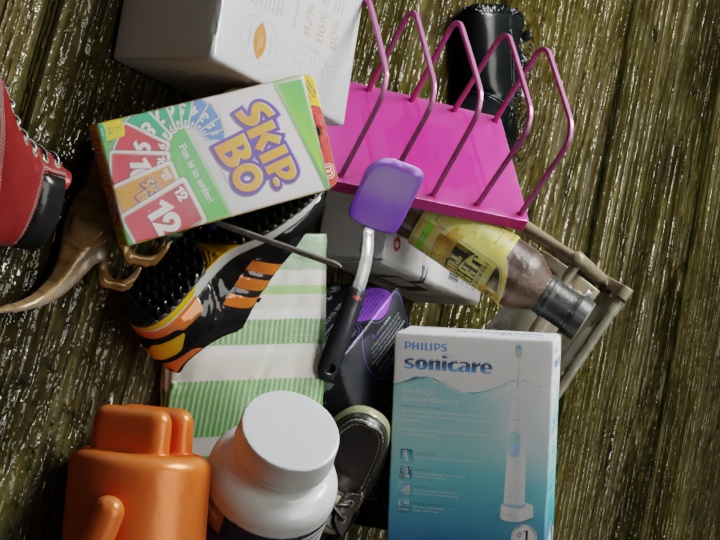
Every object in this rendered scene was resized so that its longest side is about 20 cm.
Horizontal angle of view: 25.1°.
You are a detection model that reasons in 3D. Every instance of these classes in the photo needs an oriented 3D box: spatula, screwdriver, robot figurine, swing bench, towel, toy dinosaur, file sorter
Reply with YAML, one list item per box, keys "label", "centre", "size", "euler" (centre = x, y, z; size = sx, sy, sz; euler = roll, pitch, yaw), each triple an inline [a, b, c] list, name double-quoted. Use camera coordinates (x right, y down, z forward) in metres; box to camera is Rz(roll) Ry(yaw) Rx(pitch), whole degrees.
- label: "spatula"
  centre: [0.000, 0.000, 1.408]
  size: [0.056, 0.020, 0.202]
  euler: [20, 87, -28]
- label: "screwdriver"
  centre: [-0.102, -0.035, 1.293]
  size: [0.028, 0.198, 0.029]
  euler: [-64, 150, -13]
- label: "robot figurine"
  centre: [-0.178, 0.208, 1.268]
  size: [0.115, 0.144, 0.203]
  euler: [5, 88, -18]
- label: "swing bench"
  centre: [0.164, 0.065, 1.637]
  size: [0.200, 0.129, 0.200]
  euler: [-57, 146, 4]
- label: "towel"
  centre: [-0.102, 0.069, 1.393]
  size: [0.151, 0.023, 0.203]
  euler: [0, 92, -22]
- label: "toy dinosaur"
  centre: [-0.213, -0.021, 1.267]
  size: [0.106, 0.060, 0.202]
  euler: [36, 61, -27]
- label: "file sorter"
  centre: [0.075, -0.146, 1.462]
  size: [0.198, 0.126, 0.140]
  euler: [11, 45, -23]

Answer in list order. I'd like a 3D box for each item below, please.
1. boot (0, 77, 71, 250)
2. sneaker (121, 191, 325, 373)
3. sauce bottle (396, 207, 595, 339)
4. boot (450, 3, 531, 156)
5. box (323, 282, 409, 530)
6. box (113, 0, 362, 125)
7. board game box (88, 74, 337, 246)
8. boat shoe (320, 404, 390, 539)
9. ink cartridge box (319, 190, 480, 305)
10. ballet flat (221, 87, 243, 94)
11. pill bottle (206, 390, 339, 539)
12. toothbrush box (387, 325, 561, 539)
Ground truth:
- label: "boot"
  centre: [-0.261, -0.112, 1.159]
  size: [0.144, 0.072, 0.203]
  euler: [-8, 107, -57]
- label: "sneaker"
  centre: [-0.105, 0.002, 1.346]
  size: [0.200, 0.070, 0.090]
  euler: [-40, 138, -18]
- label: "sauce bottle"
  centre: [0.125, -0.009, 1.500]
  size: [0.065, 0.199, 0.065]
  euler: [-55, 172, -11]
- label: "boot"
  centre: [0.127, -0.206, 1.746]
  size: [0.198, 0.073, 0.165]
  euler: [-8, 102, -64]
- label: "box"
  centre: [-0.009, 0.126, 1.530]
  size: [0.122, 0.105, 0.202]
  euler: [-49, 132, -44]
- label: "box"
  centre: [-0.096, -0.221, 1.367]
  size: [0.199, 0.105, 0.154]
  euler: [21, 76, -56]
- label: "board game box"
  centre: [-0.109, -0.090, 1.278]
  size: [0.198, 0.030, 0.097]
  euler: [-17, 98, -29]
- label: "boat shoe"
  centre: [-0.032, 0.213, 1.451]
  size: [0.201, 0.073, 0.065]
  euler: [-62, -171, 21]
- label: "ink cartridge box"
  centre: [0.050, -0.057, 1.627]
  size: [0.199, 0.083, 0.147]
  euler: [24, 72, -55]
- label: "ballet flat"
  centre: [-0.097, -0.090, 1.396]
  size: [0.070, 0.069, 0.201]
  euler: [-54, 154, -40]
- label: "pill bottle"
  centre: [-0.082, 0.196, 1.341]
  size: [0.111, 0.110, 0.201]
  euler: [-44, 161, -46]
- label: "toothbrush box"
  centre: [0.104, 0.154, 1.464]
  size: [0.085, 0.145, 0.203]
  euler: [-13, 105, -78]
